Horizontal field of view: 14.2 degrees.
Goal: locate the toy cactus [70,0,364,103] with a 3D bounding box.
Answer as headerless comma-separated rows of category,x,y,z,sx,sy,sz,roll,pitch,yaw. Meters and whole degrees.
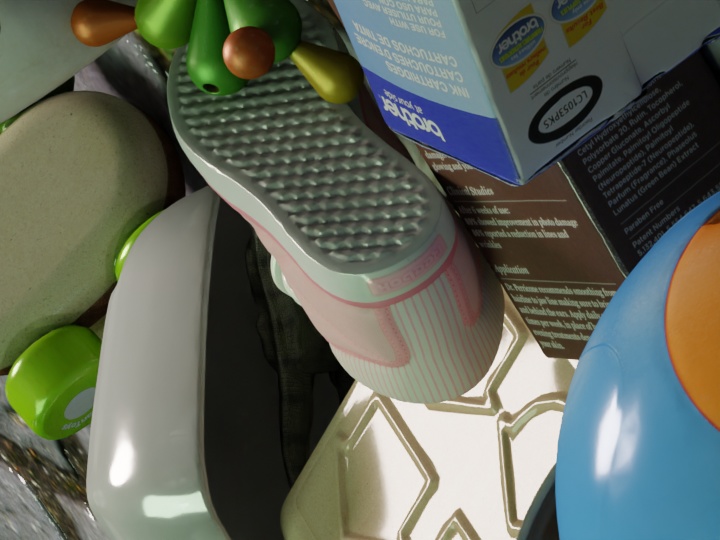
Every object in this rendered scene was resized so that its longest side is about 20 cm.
toy cactus,-0.066,-0.145,1.074,0.199,0.102,0.166,4,104,24

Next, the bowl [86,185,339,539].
bowl,-0.061,0.084,1.327,0.200,0.074,0.200,57,-153,-45

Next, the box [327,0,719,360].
box,0.062,-0.066,1.004,0.200,0.075,0.100,57,160,-16

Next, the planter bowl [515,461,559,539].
planter bowl,0.150,0.131,0.998,0.200,0.200,0.135,48,177,11

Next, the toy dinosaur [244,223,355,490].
toy dinosaur,-0.022,0.030,1.304,0.088,0.047,0.201,-8,-90,-69

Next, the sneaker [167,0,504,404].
sneaker,-0.008,-0.022,1.112,0.200,0.075,0.105,54,175,49

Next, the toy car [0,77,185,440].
toy car,-0.131,-0.004,1.488,0.164,0.158,0.200,47,-172,24

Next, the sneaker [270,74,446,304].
sneaker,0.000,0.000,1.235,0.070,0.080,0.201,36,156,32

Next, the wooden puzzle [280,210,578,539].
wooden puzzle,0.051,0.087,1.146,0.201,0.046,0.185,-64,34,23

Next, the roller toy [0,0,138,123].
roller toy,-0.173,-0.144,1.217,0.140,0.182,0.200,56,-177,-15

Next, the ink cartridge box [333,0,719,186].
ink cartridge box,0.053,-0.121,0.839,0.076,0.136,0.201,27,147,52

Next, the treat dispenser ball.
treat dispenser ball,0.156,0.063,0.833,0.201,0.201,0.201,43,158,22
